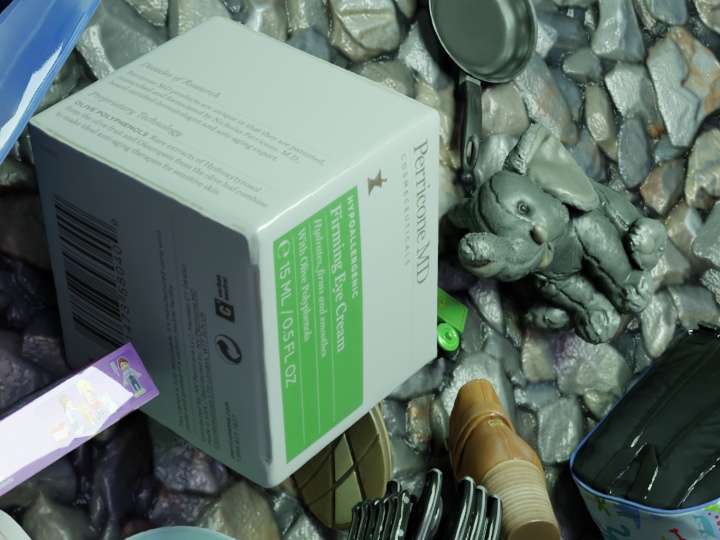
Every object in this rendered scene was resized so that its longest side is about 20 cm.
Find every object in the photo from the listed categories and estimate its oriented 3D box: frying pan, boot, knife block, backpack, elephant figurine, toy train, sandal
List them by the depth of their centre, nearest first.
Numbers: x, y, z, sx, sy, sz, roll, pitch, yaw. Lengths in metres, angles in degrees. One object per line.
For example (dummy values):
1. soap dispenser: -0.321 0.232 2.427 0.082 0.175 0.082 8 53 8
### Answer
1. knife block: 0.043 0.238 1.082 0.174 0.064 0.202 -18 87 -39
2. sandal: -0.019 0.082 1.196 0.054 0.080 0.202 0 71 -57
3. boot: 0.095 0.194 1.226 0.076 0.202 0.156 -10 38 -8
4. toy train: 0.000 0.000 1.249 0.199 0.042 0.057 36 49 -21
5. elephant figurine: 0.133 -0.039 1.288 0.199 0.155 0.143 30 83 -34
6. backpack: 0.278 0.160 1.307 0.199 0.182 0.148 -37 118 -27
7. frying pan: 0.105 -0.172 1.379 0.114 0.031 0.192 -5 82 -36

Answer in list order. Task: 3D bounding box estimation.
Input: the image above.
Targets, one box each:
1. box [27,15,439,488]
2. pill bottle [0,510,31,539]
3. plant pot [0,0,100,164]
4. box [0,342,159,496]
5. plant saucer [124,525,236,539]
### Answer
1. box: -0.074 -0.016 1.057 0.171 0.199 0.201 -36 139 -37
2. pill bottle: -0.265 0.231 0.938 0.199 0.114 0.115 -32 94 -30
3. plant pot: -0.279 -0.135 1.003 0.179 0.200 0.201 32 60 -15
4. box: -0.230 0.117 0.989 0.199 0.136 0.039 -33 94 -37
5. plant saucer: -0.120 0.268 1.081 0.199 0.039 0.203 11 70 -33
